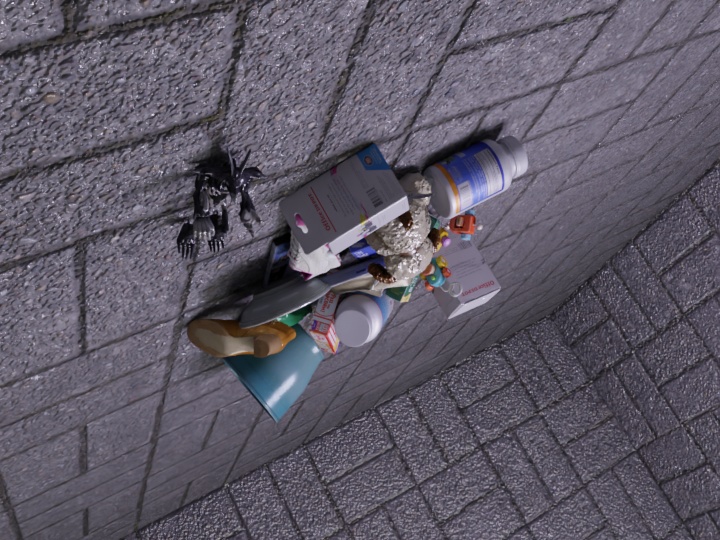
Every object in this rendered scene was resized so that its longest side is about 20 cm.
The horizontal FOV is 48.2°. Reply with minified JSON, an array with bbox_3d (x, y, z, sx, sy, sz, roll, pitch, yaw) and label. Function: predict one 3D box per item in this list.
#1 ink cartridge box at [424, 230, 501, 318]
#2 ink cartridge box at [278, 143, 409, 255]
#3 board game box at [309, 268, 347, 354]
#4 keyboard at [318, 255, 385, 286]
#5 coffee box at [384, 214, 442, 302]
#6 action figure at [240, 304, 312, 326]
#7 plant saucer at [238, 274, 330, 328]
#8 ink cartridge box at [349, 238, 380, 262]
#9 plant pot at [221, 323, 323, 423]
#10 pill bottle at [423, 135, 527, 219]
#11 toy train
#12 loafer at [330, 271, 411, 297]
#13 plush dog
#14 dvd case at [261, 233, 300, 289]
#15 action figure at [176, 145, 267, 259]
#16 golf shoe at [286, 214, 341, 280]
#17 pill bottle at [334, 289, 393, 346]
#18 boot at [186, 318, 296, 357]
[{"bbox_3d":[0.232,0.000,1.990,0.144,0.202,0.083,-19,160,-33],"label":"ink cartridge box"},{"bbox_3d":[-0.028,-0.111,1.383,0.197,0.116,0.068,-30,162,-2],"label":"ink cartridge box"},{"bbox_3d":[-0.064,0.096,1.858,0.200,0.045,0.155,73,33,-73],"label":"board game box"},{"bbox_3d":[0.000,0.000,1.688,0.196,0.056,0.011,-20,117,-5],"label":"keyboard"},{"bbox_3d":[0.122,-0.027,1.806,0.203,0.043,0.123,-66,170,2],"label":"coffee box"},{"bbox_3d":[-0.186,0.105,1.806,0.197,0.055,0.118,-13,153,-42],"label":"action figure"},{"bbox_3d":[-0.156,0.051,1.587,0.196,0.051,0.200,-22,-173,3],"label":"plant saucer"},{"bbox_3d":[0.034,-0.055,1.711,0.092,0.045,0.200,-20,168,8],"label":"ink cartridge box"},{"bbox_3d":[-0.195,0.218,1.897,0.188,0.200,0.201,-42,165,-13],"label":"plant pot"},{"bbox_3d":[0.234,-0.194,1.616,0.197,0.113,0.112,-27,163,-16],"label":"pill bottle"},{"bbox_3d":[0.196,-0.048,1.861,0.148,0.205,0.055,10,176,43],"label":"toy train"},{"bbox_3d":[0.023,0.024,1.725,0.196,0.070,0.076,-15,-166,12],"label":"loafer"},{"bbox_3d":[0.085,-0.063,1.550,0.197,0.161,0.174,-29,126,-11],"label":"plush dog"},{"bbox_3d":[-0.123,-0.031,1.606,0.141,0.018,0.201,-25,160,-24],"label":"dvd case"},{"bbox_3d":[-0.201,-0.089,1.176,0.117,0.104,0.200,-5,152,-32],"label":"action figure"},{"bbox_3d":[-0.100,-0.040,1.484,0.091,0.076,0.201,-34,149,0],"label":"golf shoe"},{"bbox_3d":[0.005,0.095,1.793,0.108,0.109,0.200,-37,-176,20],"label":"pill bottle"},{"bbox_3d":[-0.243,0.132,1.660,0.144,0.197,0.073,-29,129,-72],"label":"boot"}]
